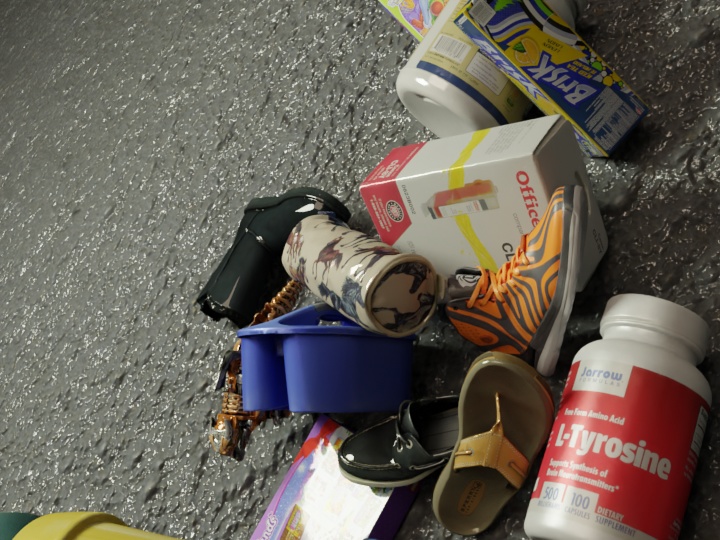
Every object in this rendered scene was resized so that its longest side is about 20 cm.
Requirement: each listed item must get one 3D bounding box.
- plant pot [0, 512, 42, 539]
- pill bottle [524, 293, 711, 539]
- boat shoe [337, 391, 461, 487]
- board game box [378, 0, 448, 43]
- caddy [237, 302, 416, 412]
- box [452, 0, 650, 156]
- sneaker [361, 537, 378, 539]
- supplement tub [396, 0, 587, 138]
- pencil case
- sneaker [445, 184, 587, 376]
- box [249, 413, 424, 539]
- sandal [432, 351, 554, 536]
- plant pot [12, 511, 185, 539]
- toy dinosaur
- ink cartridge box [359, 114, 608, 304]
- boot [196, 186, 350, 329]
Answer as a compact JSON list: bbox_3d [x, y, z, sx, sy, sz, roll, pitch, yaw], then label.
[{"bbox_3d":[-0.426,0.405,1.032,0.200,0.200,0.162,-40,54,12],"label":"plant pot"},{"bbox_3d":[0.207,0.128,0.705,0.111,0.112,0.203,4,65,43],"label":"pill bottle"},{"bbox_3d":[0.064,0.145,0.819,0.196,0.067,0.075,-9,44,19],"label":"boat shoe"},{"bbox_3d":[0.135,-0.358,1.100,0.200,0.045,0.135,-47,73,10],"label":"board game box"},{"bbox_3d":[-0.031,0.085,0.890,0.140,0.198,0.107,-5,81,39],"label":"caddy"},{"bbox_3d":[0.184,-0.202,0.885,0.064,0.200,0.070,-46,7,3],"label":"box"},{"bbox_3d":[0.050,0.312,0.754,0.082,0.074,0.202,-35,52,15],"label":"sneaker"},{"bbox_3d":[0.145,-0.243,0.990,0.144,0.144,0.202,30,84,48],"label":"supplement tub"},{"bbox_3d":[0.000,0.000,0.868,0.088,0.079,0.199,-25,25,-21],"label":"pencil case"},{"bbox_3d":[0.130,0.008,0.781,0.110,0.203,0.078,14,40,12],"label":"sneaker"},{"bbox_3d":[-0.037,0.259,0.889,0.136,0.039,0.202,22,79,47],"label":"box"},{"bbox_3d":[0.104,0.157,0.744,0.054,0.079,0.203,-61,-11,-57],"label":"sandal"},{"bbox_3d":[-0.240,0.345,0.911,0.185,0.201,0.204,-8,56,19],"label":"plant pot"},{"bbox_3d":[-0.094,0.107,0.972,0.102,0.135,0.202,25,81,48],"label":"toy dinosaur"},{"bbox_3d":[0.118,-0.053,0.871,0.197,0.147,0.083,-7,28,39],"label":"ink cartridge box"},{"bbox_3d":[-0.110,-0.009,1.107,0.198,0.076,0.170,-2,58,49],"label":"boot"}]
